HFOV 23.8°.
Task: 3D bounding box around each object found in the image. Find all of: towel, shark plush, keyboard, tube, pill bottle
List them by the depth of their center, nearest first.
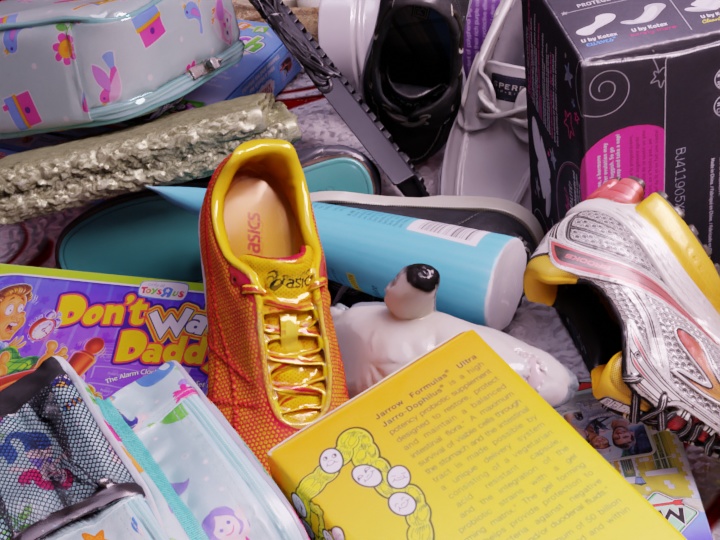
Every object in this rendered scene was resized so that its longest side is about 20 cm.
[{"bbox_3d":[0.020,0.056,0.877,0.083,0.091,0.200,5,-12,-32],"label":"shark plush"},{"bbox_3d":[-0.012,-0.015,0.901,0.200,0.077,0.051,15,79,25],"label":"tube"},{"bbox_3d":[-0.133,-0.064,0.996,0.199,0.037,0.148,-14,9,-1],"label":"towel"},{"bbox_3d":[-0.021,-0.120,1.046,0.021,0.127,0.200,-39,61,3],"label":"keyboard"},{"bbox_3d":[0.078,-0.158,1.127,0.199,0.112,0.112,1,37,12],"label":"pill bottle"}]

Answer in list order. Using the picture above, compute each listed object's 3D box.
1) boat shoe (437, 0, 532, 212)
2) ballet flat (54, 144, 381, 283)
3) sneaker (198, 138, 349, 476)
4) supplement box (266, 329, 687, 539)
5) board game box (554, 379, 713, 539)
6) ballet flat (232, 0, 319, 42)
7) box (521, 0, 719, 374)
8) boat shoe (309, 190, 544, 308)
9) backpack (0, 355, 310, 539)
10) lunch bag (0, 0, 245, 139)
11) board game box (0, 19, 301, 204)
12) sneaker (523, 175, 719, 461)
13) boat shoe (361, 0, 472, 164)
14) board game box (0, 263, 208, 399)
[{"bbox_3d":[0.094,-0.102,1.012,0.072,0.066,0.200,20,78,17],"label":"boat shoe"},{"bbox_3d":[-0.084,-0.029,1.032,0.199,0.073,0.073,-16,37,0],"label":"ballet flat"},{"bbox_3d":[-0.043,0.033,0.815,0.073,0.077,0.201,-10,74,-15],"label":"sneaker"},{"bbox_3d":[0.064,0.140,0.700,0.109,0.109,0.200,-30,50,-19],"label":"supplement box"},{"bbox_3d":[0.062,0.114,0.835,0.199,0.029,0.135,-7,36,1],"label":"board game box"},{"bbox_3d":[-0.056,-0.198,1.242,0.199,0.065,0.071,7,28,17],"label":"ballet flat"},{"bbox_3d":[0.164,-0.065,0.910,0.132,0.200,0.115,-12,38,-6],"label":"box"},{"bbox_3d":[0.000,0.000,0.955,0.199,0.072,0.068,-2,41,20],"label":"boat shoe"},{"bbox_3d":[-0.086,0.150,0.692,0.150,0.178,0.200,-24,43,-11],"label":"backpack"},{"bbox_3d":[-0.177,-0.139,1.083,0.199,0.077,0.160,-3,18,26],"label":"lunch bag"},{"bbox_3d":[-0.151,-0.116,1.176,0.151,0.037,0.200,12,42,26],"label":"board game box"},{"bbox_3d":[0.152,0.056,0.810,0.082,0.078,0.200,-34,77,-21],"label":"sneaker"},{"bbox_3d":[0.031,-0.121,1.027,0.068,0.200,0.057,12,58,5],"label":"boat shoe"},{"bbox_3d":[-0.148,0.068,0.892,0.199,0.045,0.135,5,55,17],"label":"board game box"}]
